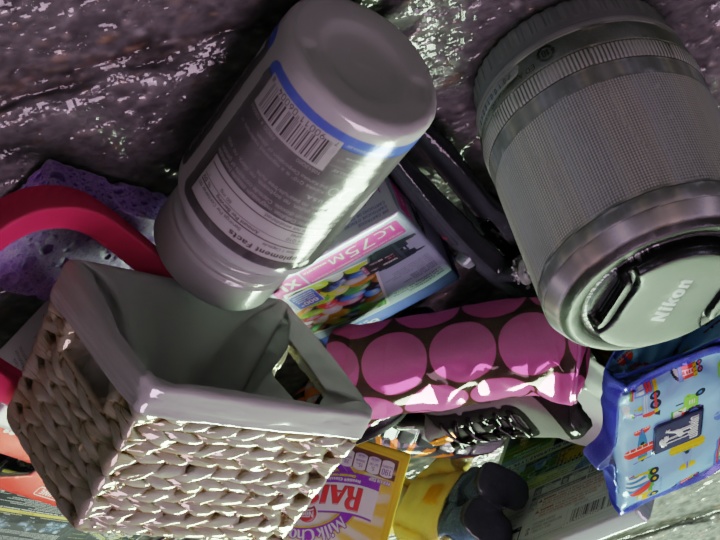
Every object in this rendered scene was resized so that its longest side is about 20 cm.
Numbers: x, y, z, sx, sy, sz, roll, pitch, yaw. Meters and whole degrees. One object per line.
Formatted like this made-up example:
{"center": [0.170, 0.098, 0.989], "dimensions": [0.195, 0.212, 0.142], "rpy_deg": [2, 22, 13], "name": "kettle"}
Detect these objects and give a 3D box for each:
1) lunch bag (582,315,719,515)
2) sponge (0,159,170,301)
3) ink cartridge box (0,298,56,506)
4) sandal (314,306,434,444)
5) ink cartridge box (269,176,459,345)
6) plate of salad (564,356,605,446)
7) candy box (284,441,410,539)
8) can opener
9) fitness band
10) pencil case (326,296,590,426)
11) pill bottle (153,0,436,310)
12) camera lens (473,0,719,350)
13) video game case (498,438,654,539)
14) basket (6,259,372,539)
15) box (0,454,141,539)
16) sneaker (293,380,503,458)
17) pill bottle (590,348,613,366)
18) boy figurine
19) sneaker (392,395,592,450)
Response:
{"center": [0.243, 0.084, 1.419], "dimensions": [0.199, 0.094, 0.151], "rpy_deg": [-31, 142, -19], "name": "lunch bag"}
{"center": [-0.168, -0.013, 1.325], "dimensions": [0.199, 0.030, 0.111], "rpy_deg": [16, 135, -45], "name": "sponge"}
{"center": [-0.213, 0.117, 1.408], "dimensions": [0.176, 0.045, 0.200], "rpy_deg": [-43, 144, 14], "name": "ink cartridge box"}
{"center": [-0.002, 0.113, 1.505], "dimensions": [0.048, 0.075, 0.201], "rpy_deg": [45, 75, -23], "name": "sandal"}
{"center": [0.000, 0.000, 1.400], "dimensions": [0.119, 0.042, 0.200], "rpy_deg": [-28, 160, 9], "name": "ink cartridge box"}
{"center": [0.159, 0.085, 1.545], "dimensions": [0.048, 0.199, 0.201], "rpy_deg": [-58, 156, -20], "name": "plate of salad"}
{"center": [-0.066, 0.169, 1.524], "dimensions": [0.198, 0.103, 0.026], "rpy_deg": [16, 175, -7], "name": "candy box"}
{"center": [0.073, -0.042, 1.364], "dimensions": [0.200, 0.078, 0.064], "rpy_deg": [38, 80, -44], "name": "can opener"}
{"center": [-0.197, 0.026, 1.259], "dimensions": [0.144, 0.037, 0.200], "rpy_deg": [-47, 138, 1], "name": "fitness band"}
{"center": [0.072, 0.073, 1.412], "dimensions": [0.198, 0.091, 0.094], "rpy_deg": [-8, 121, 10], "name": "pencil case"}
{"center": [-0.048, -0.069, 1.223], "dimensions": [0.113, 0.115, 0.200], "rpy_deg": [7, 141, -35], "name": "pill bottle"}
{"center": [0.172, -0.061, 1.271], "dimensions": [0.158, 0.201, 0.161], "rpy_deg": [-14, 149, -9], "name": "camera lens"}
{"center": [0.184, 0.176, 1.650], "dimensions": [0.199, 0.183, 0.022], "rpy_deg": [-30, 114, 38], "name": "video game case"}
{"center": [-0.117, 0.091, 1.249], "dimensions": [0.199, 0.136, 0.124], "rpy_deg": [13, 117, -44], "name": "basket"}
{"center": [-0.236, 0.172, 1.555], "dimensions": [0.199, 0.049, 0.161], "rpy_deg": [15, 133, -43], "name": "box"}
{"center": [0.018, 0.136, 1.626], "dimensions": [0.198, 0.078, 0.112], "rpy_deg": [14, 141, -26], "name": "sneaker"}
{"center": [0.226, 0.024, 1.517], "dimensions": [0.110, 0.112, 0.200], "rpy_deg": [-22, 148, 6], "name": "pill bottle"}
{"center": [0.069, 0.204, 1.698], "dimensions": [0.064, 0.125, 0.199], "rpy_deg": [34, 160, -25], "name": "boy figurine"}
{"center": [0.100, 0.111, 1.506], "dimensions": [0.199, 0.080, 0.074], "rpy_deg": [8, 147, 47], "name": "sneaker"}
